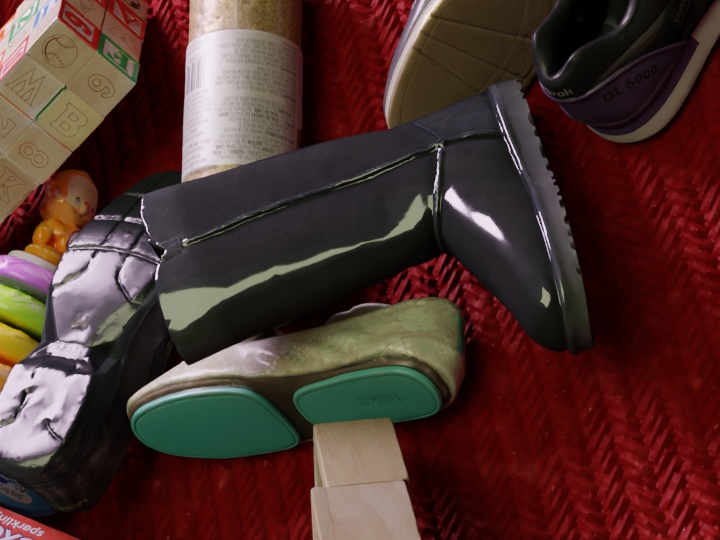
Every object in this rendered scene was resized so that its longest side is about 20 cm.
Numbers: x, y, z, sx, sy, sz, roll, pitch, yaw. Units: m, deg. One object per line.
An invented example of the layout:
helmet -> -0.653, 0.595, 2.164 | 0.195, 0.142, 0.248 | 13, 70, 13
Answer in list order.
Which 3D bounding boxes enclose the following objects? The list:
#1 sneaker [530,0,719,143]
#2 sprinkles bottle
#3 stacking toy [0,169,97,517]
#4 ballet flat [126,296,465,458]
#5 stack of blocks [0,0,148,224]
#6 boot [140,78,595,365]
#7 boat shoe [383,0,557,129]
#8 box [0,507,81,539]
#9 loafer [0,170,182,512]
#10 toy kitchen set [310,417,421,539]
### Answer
sneaker -> 0.148, -0.161, 0.838 | 0.075, 0.087, 0.202 | 27, 92, 37
sprinkles bottle -> -0.064, -0.071, 0.974 | 0.068, 0.068, 0.202 | -10, 71, 32
stacking toy -> -0.198, 0.032, 1.033 | 0.109, 0.116, 0.202 | 9, 68, 40
ballet flat -> -0.030, 0.054, 0.929 | 0.198, 0.068, 0.063 | -10, 44, 29
stack of blocks -> -0.214, -0.085, 1.059 | 0.200, 0.058, 0.116 | -43, 24, 19
boot -> 0.000, -0.001, 0.855 | 0.198, 0.066, 0.166 | -16, 44, 2
boat shoe -> 0.068, -0.155, 0.910 | 0.201, 0.071, 0.065 | -64, 27, 18
box -> -0.208, 0.188, 0.939 | 0.198, 0.100, 0.096 | 17, 128, 26
loafer -> -0.136, 0.037, 0.993 | 0.072, 0.072, 0.201 | 14, 64, 30
toy kitchen set -> 0.072, 0.184, 0.814 | 0.200, 0.178, 0.165 | -107, 15, -62
